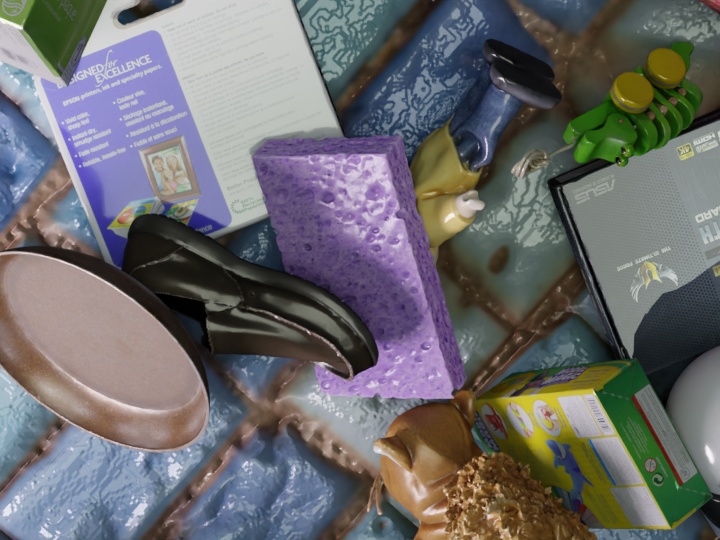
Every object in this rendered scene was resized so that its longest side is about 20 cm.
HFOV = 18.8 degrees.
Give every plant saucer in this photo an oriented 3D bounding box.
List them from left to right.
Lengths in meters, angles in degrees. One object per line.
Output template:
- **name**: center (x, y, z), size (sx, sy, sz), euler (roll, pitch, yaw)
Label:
- **plant saucer**: center (-0.187, 0.051, 1.542), size (0.200, 0.200, 0.032), euler (39, 54, -7)

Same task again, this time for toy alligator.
- **toy alligator**: center (0.189, -0.101, 1.554), size (0.054, 0.059, 0.200), euler (44, 55, 13)

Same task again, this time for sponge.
- **sponge**: center (0.000, 0.000, 1.555), size (0.111, 0.030, 0.201), euler (-1, 119, 29)

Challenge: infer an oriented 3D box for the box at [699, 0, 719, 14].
- **box**: center (0.223, -0.267, 1.554), size (0.199, 0.095, 0.100), euler (31, 94, -7)

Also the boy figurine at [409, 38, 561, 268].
- **boy figurine**: center (0.068, -0.063, 1.561), size (0.064, 0.124, 0.201), euler (22, 113, -17)

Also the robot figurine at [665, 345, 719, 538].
- **robot figurine**: center (0.293, 0.132, 1.564), size (0.125, 0.150, 0.200), euler (-43, 140, -5)

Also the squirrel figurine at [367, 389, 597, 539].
- **squirrel figurine**: center (0.091, 0.178, 1.555), size (0.141, 0.200, 0.187), euler (-24, 88, -26)

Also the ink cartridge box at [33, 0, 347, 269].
- **ink cartridge box**: center (-0.124, -0.123, 1.575), size (0.197, 0.043, 0.201), euler (-21, 100, -1)

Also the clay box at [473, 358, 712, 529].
- **clay box**: center (0.157, 0.127, 1.564), size (0.048, 0.200, 0.115), euler (-34, 99, -24)

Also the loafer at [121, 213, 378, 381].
- **loafer**: center (-0.084, 0.034, 1.535), size (0.199, 0.073, 0.072), euler (25, 69, 5)

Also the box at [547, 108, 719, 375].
- **box**: center (0.258, -0.030, 1.609), size (0.199, 0.051, 0.158), euler (-22, 99, -1)

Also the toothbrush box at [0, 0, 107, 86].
- **toothbrush box**: center (-0.208, -0.245, 1.476), size (0.086, 0.146, 0.201), euler (21, 81, 7)
